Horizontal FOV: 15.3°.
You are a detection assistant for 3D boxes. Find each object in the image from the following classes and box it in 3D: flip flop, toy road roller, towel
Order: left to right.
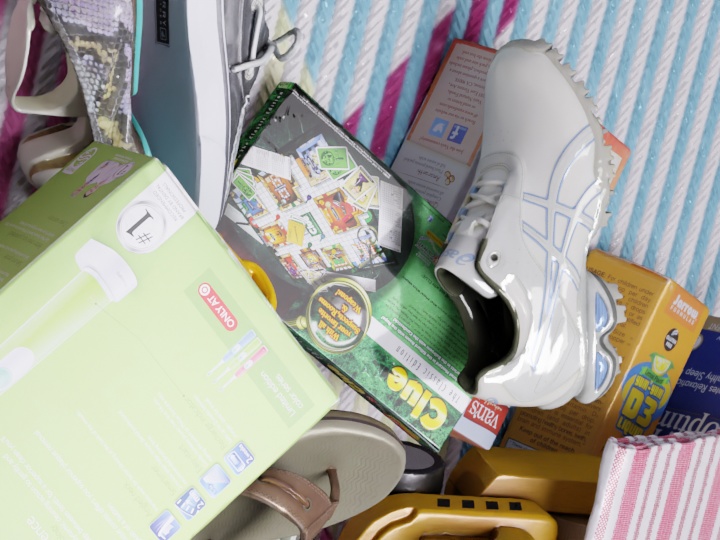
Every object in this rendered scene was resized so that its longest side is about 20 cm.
[{"bbox_3d":[-0.059,0.119,1.309,0.200,0.058,0.081,-7,133,-41],"label":"flip flop"},{"bbox_3d":[0.077,0.181,1.537,0.199,0.146,0.123,5,106,-20],"label":"toy road roller"},{"bbox_3d":[0.175,0.163,1.575,0.200,0.030,0.147,0,106,-55],"label":"towel"}]

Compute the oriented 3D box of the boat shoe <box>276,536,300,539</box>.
[{"bbox_3d":[-0.065,0.167,1.458,0.061,0.072,0.202,8,108,-56],"label":"boat shoe"}]

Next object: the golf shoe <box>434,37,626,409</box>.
[{"bbox_3d":[0.082,-0.025,1.428,0.097,0.078,0.201,-6,87,-35],"label":"golf shoe"}]

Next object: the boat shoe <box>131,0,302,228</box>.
[{"bbox_3d":[-0.071,-0.113,1.309,0.068,0.074,0.200,-11,107,-32],"label":"boat shoe"}]

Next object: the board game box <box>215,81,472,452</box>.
[{"bbox_3d":[0.000,0.000,1.431,0.200,0.023,0.105,41,74,-29],"label":"board game box"}]

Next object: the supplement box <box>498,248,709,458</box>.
[{"bbox_3d":[0.142,0.092,1.678,0.066,0.069,0.201,30,82,-53],"label":"supplement box"}]

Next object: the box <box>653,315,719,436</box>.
[{"bbox_3d":[0.195,0.119,1.709,0.032,0.121,0.200,41,73,-32],"label":"box"}]

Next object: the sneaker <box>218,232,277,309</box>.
[{"bbox_3d":[-0.069,0.042,1.337,0.082,0.078,0.200,-38,162,-6],"label":"sneaker"}]

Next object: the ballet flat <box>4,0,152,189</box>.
[{"bbox_3d":[-0.132,-0.075,1.265,0.072,0.072,0.201,-38,141,-34],"label":"ballet flat"}]

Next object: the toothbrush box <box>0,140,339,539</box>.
[{"bbox_3d":[-0.134,0.063,1.179,0.200,0.086,0.146,-43,112,-14],"label":"toothbrush box"}]

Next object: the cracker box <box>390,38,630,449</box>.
[{"bbox_3d":[0.063,-0.013,1.536,0.134,0.058,0.200,34,79,-50],"label":"cracker box"}]
